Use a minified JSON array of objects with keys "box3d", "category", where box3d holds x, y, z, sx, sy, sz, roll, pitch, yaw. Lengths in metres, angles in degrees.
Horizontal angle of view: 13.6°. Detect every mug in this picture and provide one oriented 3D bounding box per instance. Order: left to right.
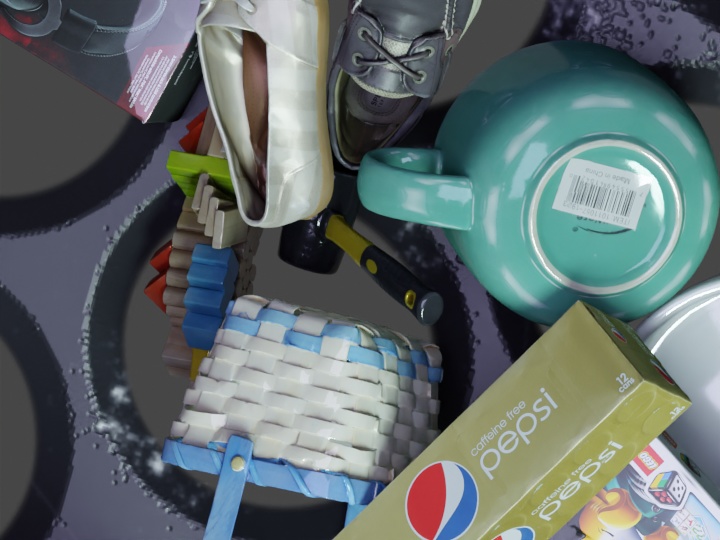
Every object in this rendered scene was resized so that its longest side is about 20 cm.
[{"box3d":[0.110,-0.036,1.677,0.184,0.114,0.152,-32,108,0],"category":"mug"}]

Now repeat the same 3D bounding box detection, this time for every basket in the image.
[{"box3d":[-0.033,0.124,1.727,0.138,0.176,0.201,7,83,26],"category":"basket"}]

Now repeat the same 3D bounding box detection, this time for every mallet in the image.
[{"box3d":[0.000,0.000,1.705,0.041,0.200,0.066,12,110,-24],"category":"mallet"}]

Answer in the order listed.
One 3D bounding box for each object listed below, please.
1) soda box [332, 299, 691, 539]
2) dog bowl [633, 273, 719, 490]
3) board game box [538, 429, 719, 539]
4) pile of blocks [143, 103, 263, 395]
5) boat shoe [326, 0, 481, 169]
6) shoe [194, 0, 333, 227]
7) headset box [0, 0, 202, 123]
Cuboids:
[{"box3d":[0.081,0.111,1.644,0.200,0.068,0.064,-46,60,12],"category":"soda box"},{"box3d":[0.233,0.097,1.710,0.199,0.079,0.201,1,95,12],"category":"dog bowl"},{"box3d":[0.185,0.201,1.671,0.126,0.035,0.200,-43,87,14],"category":"board game box"},{"box3d":[-0.098,-0.014,1.769,0.062,0.082,0.201,9,96,16],"category":"pile of blocks"},{"box3d":[0.020,-0.124,1.682,0.072,0.200,0.065,19,59,-2],"category":"boat shoe"},{"box3d":[-0.055,-0.121,1.688,0.070,0.053,0.201,5,109,43],"category":"shoe"},{"box3d":[-0.147,-0.190,1.767,0.199,0.077,0.149,32,100,9],"category":"headset box"}]
